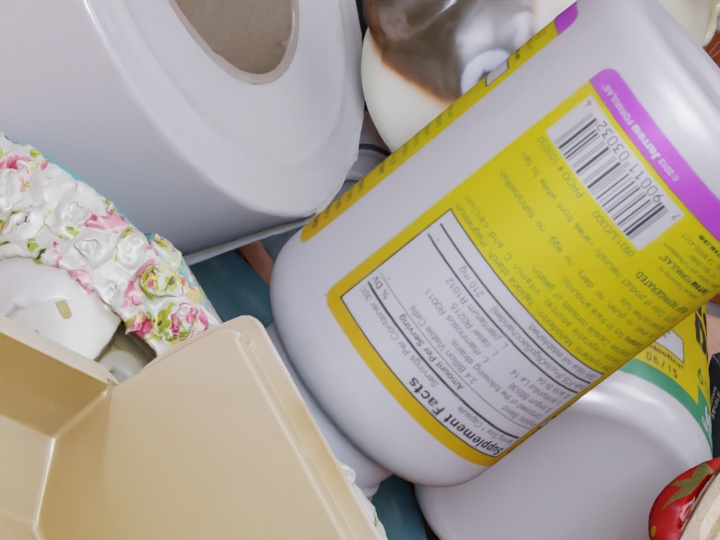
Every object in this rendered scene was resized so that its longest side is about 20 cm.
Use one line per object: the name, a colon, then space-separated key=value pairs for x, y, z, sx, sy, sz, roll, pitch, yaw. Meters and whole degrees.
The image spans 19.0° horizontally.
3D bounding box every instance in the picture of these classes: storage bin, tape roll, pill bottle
storage bin: x=-0.079 y=0.064 z=0.496 sx=0.200 sy=0.094 sz=0.199 roll=33 pitch=21 yaw=-51
tape roll: x=-0.077 y=-0.104 z=0.757 sx=0.202 sy=0.071 sz=0.203 roll=43 pitch=37 yaw=-45
pill bottle: x=0.042 y=0.002 z=0.719 sx=0.104 sy=0.200 sz=0.104 roll=46 pitch=17 yaw=-19
pill bottle: x=0.084 y=0.019 z=0.873 sx=0.113 sy=0.113 sz=0.200 roll=43 pitch=33 yaw=-27

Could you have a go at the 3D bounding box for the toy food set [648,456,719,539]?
toy food set: x=0.131 y=0.154 z=0.756 sx=0.049 sy=0.201 sz=0.198 roll=8 pitch=1 yaw=33

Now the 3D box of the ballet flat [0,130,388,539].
ballet flat: x=-0.069 y=0.040 z=0.670 sx=0.200 sy=0.076 sz=0.064 roll=45 pitch=37 yaw=-3

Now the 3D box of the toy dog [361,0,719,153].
toy dog: x=0.074 y=-0.112 z=0.825 sx=0.193 sy=0.140 sz=0.200 roll=16 pitch=43 yaw=20

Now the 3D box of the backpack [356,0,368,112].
backpack: x=-0.047 y=-0.120 z=1.008 sx=0.182 sy=0.199 sz=0.135 roll=-18 pitch=111 yaw=-50

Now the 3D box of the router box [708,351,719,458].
router box: x=0.193 y=0.156 z=0.968 sx=0.062 sy=0.201 sz=0.150 roll=-2 pitch=34 yaw=-15

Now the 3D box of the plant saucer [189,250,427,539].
plant saucer: x=-0.049 y=0.044 z=0.815 sx=0.200 sy=0.027 sz=0.200 roll=47 pitch=12 yaw=-13

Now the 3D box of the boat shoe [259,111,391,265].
boat shoe: x=0.000 y=0.000 z=0.922 sx=0.200 sy=0.073 sz=0.066 roll=66 pitch=-2 yaw=-65
